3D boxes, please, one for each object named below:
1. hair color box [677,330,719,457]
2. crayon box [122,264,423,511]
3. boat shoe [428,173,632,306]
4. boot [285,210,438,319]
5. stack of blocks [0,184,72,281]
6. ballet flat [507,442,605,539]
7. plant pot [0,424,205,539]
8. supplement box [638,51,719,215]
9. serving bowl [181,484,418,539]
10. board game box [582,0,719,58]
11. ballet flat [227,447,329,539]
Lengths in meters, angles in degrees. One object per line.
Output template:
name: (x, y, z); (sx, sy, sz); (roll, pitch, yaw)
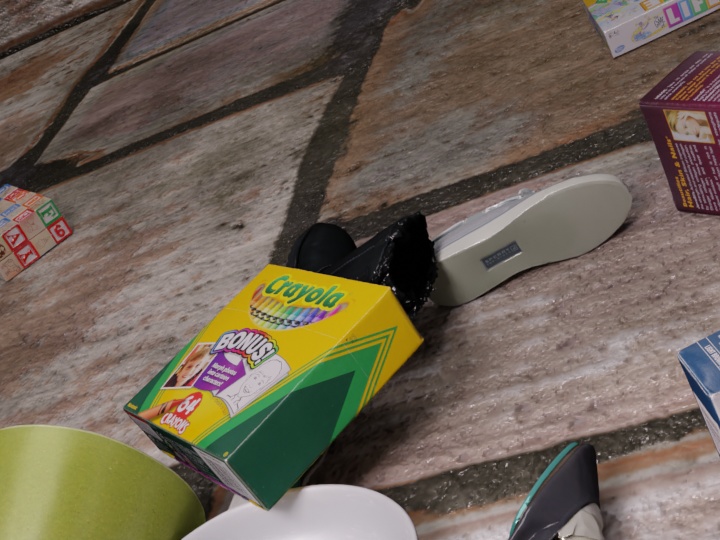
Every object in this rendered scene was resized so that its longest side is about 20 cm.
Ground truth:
hair color box: (0.301, 0.055, 0.757); (0.198, 0.101, 0.061); (-26, 24, 4)
crayon box: (-0.071, 0.079, 0.976); (0.173, 0.058, 0.199); (-47, 26, -19)
boat shoe: (0.139, -0.040, 1.124); (0.199, 0.070, 0.072); (-26, 31, 14)
boot: (-0.001, -0.001, 1.144); (0.162, 0.073, 0.199); (-36, 25, 36)
stack of blocks: (-0.504, -0.057, 1.816); (0.115, 0.059, 0.199); (-40, 28, -20)
ballet flat: (0.105, 0.186, 0.769); (0.073, 0.074, 0.200); (3, 34, 47)
plant pot: (-0.219, 0.244, 0.884); (0.185, 0.188, 0.202); (-15, 43, 26)
supplement box: (0.331, -0.105, 1.003); (0.085, 0.111, 0.199); (-39, 28, -23)
serving bowl: (-0.050, 0.225, 0.828); (0.197, 0.067, 0.201); (-15, 23, 6)
board game box: (0.359, -0.319, 1.447); (0.198, 0.034, 0.135); (-24, 27, 10)
ballet flat: (-0.070, 0.153, 1.006); (0.069, 0.070, 0.201); (-16, 29, 23)
